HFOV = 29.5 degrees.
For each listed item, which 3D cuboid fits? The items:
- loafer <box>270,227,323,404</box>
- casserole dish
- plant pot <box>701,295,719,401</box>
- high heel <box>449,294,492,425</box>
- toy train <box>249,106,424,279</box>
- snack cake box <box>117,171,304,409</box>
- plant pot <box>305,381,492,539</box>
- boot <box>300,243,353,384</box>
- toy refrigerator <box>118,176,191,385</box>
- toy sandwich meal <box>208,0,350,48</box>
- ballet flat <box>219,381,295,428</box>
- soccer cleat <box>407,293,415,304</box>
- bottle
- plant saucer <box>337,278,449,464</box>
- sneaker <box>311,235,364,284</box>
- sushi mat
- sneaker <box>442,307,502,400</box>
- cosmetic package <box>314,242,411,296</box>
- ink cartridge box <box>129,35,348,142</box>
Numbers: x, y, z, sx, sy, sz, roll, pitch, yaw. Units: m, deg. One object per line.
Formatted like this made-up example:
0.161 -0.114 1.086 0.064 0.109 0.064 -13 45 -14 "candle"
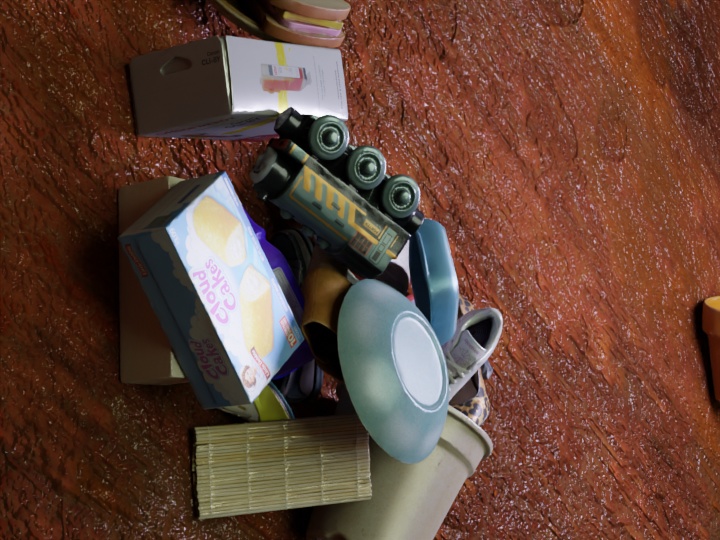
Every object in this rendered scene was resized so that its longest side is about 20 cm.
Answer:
-0.082 0.052 1.554 0.063 0.071 0.203 -4 88 -48 "loafer"
0.085 0.015 1.578 0.200 0.038 0.122 88 -9 -66 "casserole dish"
0.741 0.158 2.582 0.199 0.198 0.186 -13 108 -54 "plant pot"
0.123 0.126 1.814 0.200 0.071 0.144 -64 136 -56 "high heel"
-0.024 -0.081 1.433 0.199 0.085 0.115 37 80 -25 "toy train"
-0.144 0.020 1.345 0.115 0.067 0.202 -51 125 -49 "snack cake box"
0.029 0.251 1.581 0.200 0.199 0.185 44 61 -39 "plant pot"
0.002 0.075 1.487 0.201 0.070 0.145 44 33 -31 "boot"
-0.197 0.013 1.396 0.070 0.075 0.203 9 75 -53 "toy refrigerator"
-0.100 -0.327 1.533 0.204 0.070 0.206 25 35 -19 "toy sandwich meal"
-0.141 0.110 1.474 0.067 0.067 0.201 -38 112 -28 "ballet flat"
0.050 0.077 1.745 0.073 0.068 0.200 53 42 -3 "soccer cleat"
-0.110 0.016 1.492 0.065 0.083 0.202 -26 88 -41 "bottle"
0.048 0.100 1.443 0.201 0.038 0.203 37 43 -45 "plant saucer"
-0.017 -0.084 1.577 0.201 0.112 0.071 58 20 21 "sneaker"
-0.083 0.208 1.468 0.198 0.012 0.097 -3 88 -19 "sushi mat"
0.107 0.118 1.738 0.075 0.100 0.200 41 77 1 "sneaker"
0.000 0.000 1.660 0.103 0.087 0.202 43 49 -42 "cosmetic package"
-0.130 -0.192 1.474 0.199 0.144 0.084 -4 87 -54 "ink cartridge box"
